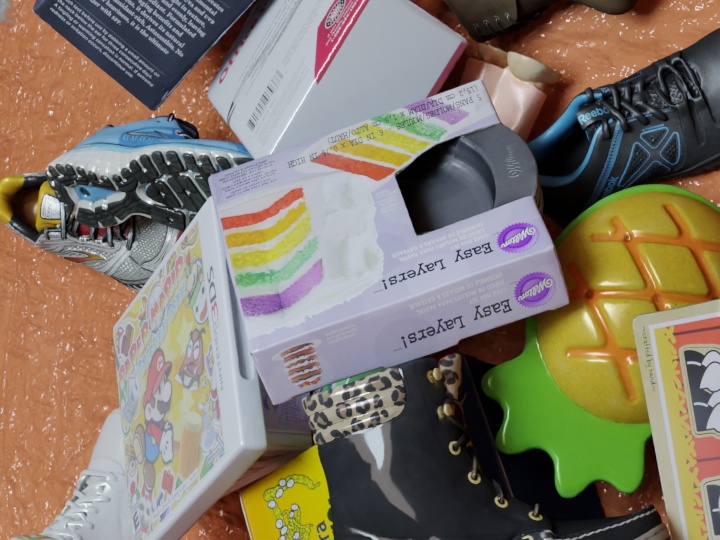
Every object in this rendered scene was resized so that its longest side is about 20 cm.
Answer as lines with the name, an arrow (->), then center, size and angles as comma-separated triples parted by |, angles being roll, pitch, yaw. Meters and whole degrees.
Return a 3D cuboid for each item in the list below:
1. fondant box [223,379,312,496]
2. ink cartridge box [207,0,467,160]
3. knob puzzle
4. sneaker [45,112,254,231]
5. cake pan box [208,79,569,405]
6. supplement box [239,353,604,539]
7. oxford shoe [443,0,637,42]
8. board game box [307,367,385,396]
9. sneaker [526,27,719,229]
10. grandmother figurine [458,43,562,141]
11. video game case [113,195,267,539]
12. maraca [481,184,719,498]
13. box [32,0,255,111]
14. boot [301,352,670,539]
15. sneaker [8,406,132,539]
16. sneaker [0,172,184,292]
fondant box -> -0.102, 0.078, 1.482 | 0.200, 0.058, 0.146 | 146, 125, -59
ink cartridge box -> -0.021, -0.139, 1.452 | 0.146, 0.083, 0.200 | -58, 22, 9
knob puzzle -> 0.265, 0.098, 1.187 | 0.217, 0.030, 0.222 | 1, 94, 15
sneaker -> -0.138, -0.084, 1.542 | 0.199, 0.079, 0.090 | 5, 45, 34
cake pan box -> 0.016, -0.021, 1.285 | 0.198, 0.053, 0.185 | -18, 41, 2
supplement box -> 0.037, 0.154, 1.362 | 0.199, 0.108, 0.110 | -34, 60, 28
oxford shoe -> 0.111, -0.193, 1.429 | 0.199, 0.072, 0.085 | 21, 109, 43
board game box -> 0.000, 0.000, 1.431 | 0.134, 0.029, 0.202 | 12, 84, 66
sneaker -> 0.182, -0.093, 1.324 | 0.200, 0.082, 0.074 | -38, 55, 24
grandmother figurine -> 0.066, -0.051, 1.425 | 0.202, 0.060, 0.121 | -68, 21, 2
video game case -> -0.120, 0.076, 1.430 | 0.200, 0.023, 0.184 | -48, 44, 51
maraca -> 0.160, 0.041, 1.276 | 0.137, 0.107, 0.201 | 35, 82, 9
box -> -0.122, -0.259, 1.540 | 0.198, 0.123, 0.201 | -43, 20, 22
boot -> 0.068, 0.123, 1.223 | 0.198, 0.073, 0.152 | -16, 80, 3
sneaker -> -0.206, 0.190, 1.552 | 0.073, 0.115, 0.202 | -2, 76, 41
sneaker -> -0.209, -0.033, 1.633 | 0.199, 0.082, 0.079 | 10, 84, 39
